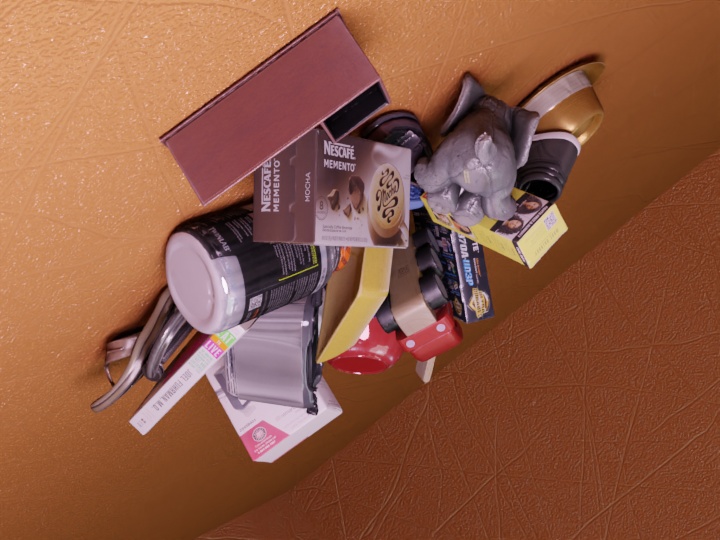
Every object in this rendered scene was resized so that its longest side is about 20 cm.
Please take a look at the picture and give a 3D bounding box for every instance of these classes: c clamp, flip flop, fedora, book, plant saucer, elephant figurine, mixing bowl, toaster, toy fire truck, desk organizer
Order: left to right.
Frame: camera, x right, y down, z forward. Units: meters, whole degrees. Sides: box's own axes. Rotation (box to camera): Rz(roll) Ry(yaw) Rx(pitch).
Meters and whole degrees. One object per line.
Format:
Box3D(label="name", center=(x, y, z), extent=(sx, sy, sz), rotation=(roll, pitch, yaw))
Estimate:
Box3D(label="flip flop", center=(-0.284, 0.092, 1.232), extent=(0.201, 0.057, 0.081), rotation=(-57, 179, 19))
Box3D(label="c clamp", center=(-0.218, 0.070, 1.234), extent=(0.172, 0.027, 0.201), rotation=(-57, 179, 36))
Box3D(label="book", center=(-0.198, 0.103, 1.221), extent=(0.200, 0.048, 0.134), rotation=(-44, -172, 21))
Box3D(label="toaster", center=(-0.119, 0.108, 1.377), extent=(0.114, 0.127, 0.203), rotation=(-75, 167, -60))
Box3D(label="desk organizer", center=(-0.074, -0.138, 0.899), extent=(0.199, 0.078, 0.072), rotation=(-35, 166, 3))
Box3D(label="plant saucer", center=(0.000, 0.000, 1.303), extent=(0.048, 0.203, 0.201), rotation=(14, 146, -12))
Box3D(label="mixing bowl", center=(0.002, 0.104, 1.616), extent=(0.196, 0.110, 0.201), rotation=(2, 158, 1))
Box3D(label="toy fire truck", center=(0.090, 0.075, 1.373), extent=(0.127, 0.201, 0.177), rotation=(-28, -151, 14))
Box3D(label="elephant figurine", center=(0.148, -0.169, 1.208), extent=(0.153, 0.142, 0.202), rotation=(-7, -131, 40))
Box3D(label="fedora", center=(0.297, -0.221, 1.463), extent=(0.199, 0.082, 0.201), rotation=(-31, 166, -9))

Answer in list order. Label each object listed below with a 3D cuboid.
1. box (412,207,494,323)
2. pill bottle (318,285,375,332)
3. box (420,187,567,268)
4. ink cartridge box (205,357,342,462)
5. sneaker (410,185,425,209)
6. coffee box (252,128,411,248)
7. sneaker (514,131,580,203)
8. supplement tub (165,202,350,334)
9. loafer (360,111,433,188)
Box3D(label="box", center=(0.132, -0.019, 1.453), extent=(0.045, 0.162, 0.200), rotation=(-12, -172, -11))
Box3D(label="pill bottle", center=(-0.022, 0.028, 1.480), extent=(0.198, 0.121, 0.120), rotation=(-34, 166, -3))
Box3D(label="box", center=(0.166, -0.074, 1.252), extent=(0.075, 0.199, 0.050), rotation=(-44, 127, -11))
Box3D(label="ink cartridge box", center=(-0.142, 0.167, 1.497), extent=(0.145, 0.202, 0.085), rotation=(-35, 161, 7))
Box3D(label="sneaker", center=(0.105, -0.120, 1.390), extent=(0.198, 0.071, 0.078), rotation=(-25, 159, -35))
Box3D(label="coffee box", center=(-0.026, -0.083, 1.049), extent=(0.079, 0.115, 0.199), rotation=(3, -179, 31))
Box3D(label="sneaker", center=(0.218, -0.136, 1.429), extent=(0.198, 0.071, 0.100), rotation=(-9, -135, 39))
Box3D(label="supplement tub", center=(-0.113, -0.015, 1.123), extent=(0.198, 0.124, 0.123), rotation=(-22, 162, -39))
Box3D(label="loafer", center=(0.060, -0.143, 1.219), extent=(0.072, 0.063, 0.200), rotation=(-37, 166, 13))
